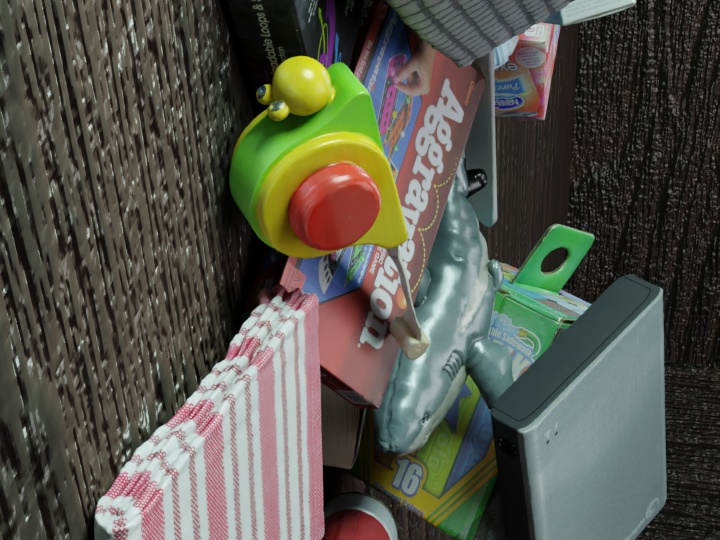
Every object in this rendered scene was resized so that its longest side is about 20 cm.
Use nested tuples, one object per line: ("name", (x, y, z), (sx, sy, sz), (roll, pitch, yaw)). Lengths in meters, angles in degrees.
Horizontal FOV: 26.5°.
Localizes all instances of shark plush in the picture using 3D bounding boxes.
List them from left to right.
("shark plush", (0.050, 0.007, 0.880), (0.083, 0.091, 0.201), (8, 99, -57))

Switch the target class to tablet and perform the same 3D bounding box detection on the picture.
("tablet", (0.041, -0.126, 0.922), (0.130, 0.014, 0.200), (50, -19, 32))

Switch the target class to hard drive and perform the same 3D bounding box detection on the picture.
("hard drive", (0.140, 0.118, 0.954), (0.140, 0.033, 0.200), (-41, 140, -29))

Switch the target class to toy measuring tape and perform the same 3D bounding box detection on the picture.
("toy measuring tape", (-0.016, -0.017, 0.711), (0.200, 0.073, 0.074), (74, 24, -47))

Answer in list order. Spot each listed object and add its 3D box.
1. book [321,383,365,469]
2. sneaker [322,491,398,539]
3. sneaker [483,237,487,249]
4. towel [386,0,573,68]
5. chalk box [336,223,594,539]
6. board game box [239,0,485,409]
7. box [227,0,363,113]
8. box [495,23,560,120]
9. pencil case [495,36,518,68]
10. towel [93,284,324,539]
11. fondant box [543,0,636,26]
("book", (0.000, 0.000, 0.921), (0.134, 0.048, 0.200), (91, 9, -54))
("sneaker", (-0.005, 0.250, 0.940), (0.113, 0.071, 0.201), (-70, 155, -66))
("sneaker", (0.051, -0.062, 1.075), (0.114, 0.075, 0.201), (77, 16, -57))
("towel", (0.083, -0.180, 0.706), (0.086, 0.165, 0.200), (63, 12, 6))
("chalk box", (0.091, 0.061, 0.991), (0.124, 0.124, 0.201), (11, 102, -54))
("board game box", (0.006, -0.040, 0.791), (0.103, 0.019, 0.201), (40, 61, -46))
("box", (-0.028, -0.165, 0.689), (0.200, 0.036, 0.143), (75, 24, -59))
("box", (0.123, -0.236, 1.288), (0.103, 0.094, 0.201), (80, 20, -56))
("pencil case", (0.064, -0.220, 0.987), (0.083, 0.091, 0.200), (-47, 153, -30))
("towel", (-0.062, 0.111, 0.658), (0.200, 0.030, 0.147), (-52, 146, -56))
("fondant box", (0.112, -0.271, 1.026), (0.144, 0.058, 0.201), (-141, -144, -70))
